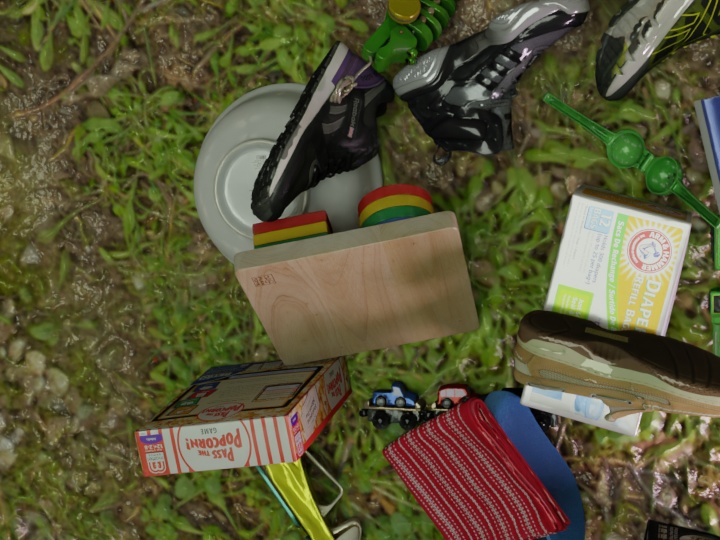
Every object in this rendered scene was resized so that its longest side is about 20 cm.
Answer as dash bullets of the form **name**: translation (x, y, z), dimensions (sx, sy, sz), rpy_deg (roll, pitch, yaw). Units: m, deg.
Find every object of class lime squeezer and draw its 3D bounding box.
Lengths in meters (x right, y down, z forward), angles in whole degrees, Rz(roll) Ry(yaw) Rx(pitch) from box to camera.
- **lime squeezer**: translation (0.251, -0.098, 1.181), dimensions (0.200, 0.070, 0.038), rpy_deg (41, 124, 19)

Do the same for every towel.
- **towel**: translation (0.102, 0.203, 1.219), dimensions (0.145, 0.022, 0.200), rpy_deg (54, 149, 3)

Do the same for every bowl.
- **bowl**: translation (-0.083, -0.081, 1.260), dimensions (0.199, 0.090, 0.203), rpy_deg (2, 99, 14)

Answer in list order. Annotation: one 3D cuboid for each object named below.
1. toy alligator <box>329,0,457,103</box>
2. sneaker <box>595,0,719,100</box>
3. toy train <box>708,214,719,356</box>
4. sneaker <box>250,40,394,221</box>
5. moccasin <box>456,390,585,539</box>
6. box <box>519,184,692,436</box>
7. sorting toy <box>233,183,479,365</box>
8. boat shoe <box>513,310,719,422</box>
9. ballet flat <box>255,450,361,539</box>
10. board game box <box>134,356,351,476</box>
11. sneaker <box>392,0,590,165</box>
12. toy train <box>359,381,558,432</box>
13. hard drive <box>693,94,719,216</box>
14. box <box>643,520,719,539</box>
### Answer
- **toy alligator**: translation (0.043, -0.217, 1.189), dimensions (0.054, 0.059, 0.201), rpy_deg (29, 67, 5)
- **sneaker**: translation (0.289, -0.223, 1.149), dimensions (0.084, 0.075, 0.200), rpy_deg (24, 122, -22)
- **toy train**: translation (0.348, 0.042, 1.188), dimensions (0.056, 0.042, 0.202), rpy_deg (1, 98, 25)
- **sneaker**: translation (-0.026, -0.116, 1.182), dimensions (0.087, 0.076, 0.201), rpy_deg (32, 61, -11)
- **moccasin**: translation (0.154, 0.194, 1.237), dimensions (0.068, 0.080, 0.201), rpy_deg (-8, 116, 42)
- **box**: translation (0.227, 0.033, 1.186), dimensions (0.111, 0.101, 0.202), rpy_deg (14, 101, 13)
- **sorting toy**: translation (0.000, 0.000, 1.203), dimensions (0.197, 0.200, 0.070), rpy_deg (-11, 60, 5)
- **boat shoe**: translation (0.229, 0.095, 1.113), dimensions (0.198, 0.072, 0.077), rpy_deg (17, 116, 18)
- **ballet flat**: translation (-0.038, 0.254, 1.311), dimensions (0.067, 0.067, 0.201), rpy_deg (-29, 88, -5)
- **board game box**: translation (-0.106, 0.134, 1.236), dimensions (0.150, 0.200, 0.047), rpy_deg (-8, 101, 16)
- **sneaker**: translation (0.135, -0.173, 1.199), dimensions (0.199, 0.075, 0.115), rpy_deg (-24, 92, 22)
- **toy train**: translation (0.095, 0.133, 1.270), dimensions (0.198, 0.034, 0.046), rpy_deg (-1, 94, 14)
- **hard drive**: translation (0.379, -0.067, 1.143), dimensions (0.131, 0.025, 0.202), rpy_deg (-15, 93, -11)
- **box**: translation (0.282, 0.355, 1.183), dimensions (0.085, 0.164, 0.202), rpy_deg (12, 100, 13)
